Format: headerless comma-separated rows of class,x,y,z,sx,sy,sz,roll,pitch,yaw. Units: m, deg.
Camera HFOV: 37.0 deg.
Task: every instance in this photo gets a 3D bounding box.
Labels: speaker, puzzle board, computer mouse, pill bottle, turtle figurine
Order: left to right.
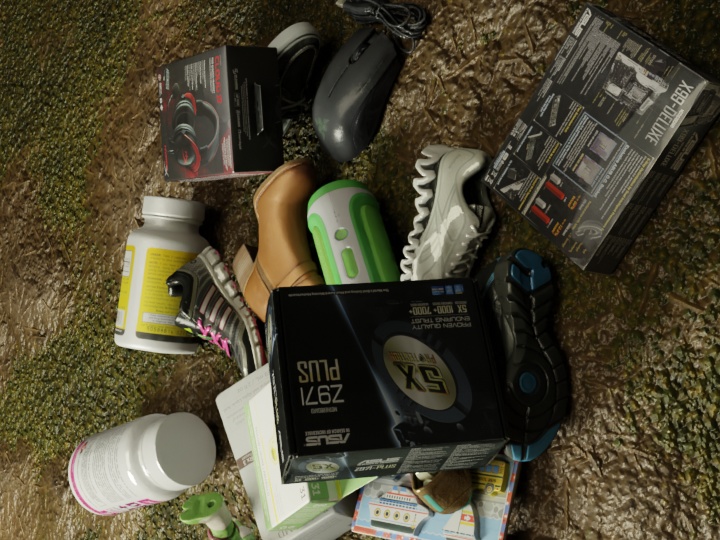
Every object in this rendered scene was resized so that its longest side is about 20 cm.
pill bottle,-0.287,0.253,1.416,0.200,0.113,0.114,-23,68,42
pill bottle,-0.258,0.005,1.423,0.111,0.111,0.200,7,90,46
turtle figurine,-0.165,0.346,1.212,0.200,0.194,0.144,16,56,39
computer mouse,-0.010,-0.225,1.243,0.138,0.053,0.200,31,107,43
speaker,0.000,0.000,1.165,0.088,0.088,0.200,-42,50,34
puzzle board,0.076,0.202,1.089,0.200,0.017,0.151,-3,66,46

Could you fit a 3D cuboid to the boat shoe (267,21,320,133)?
boat shoe,-0.096,-0.212,1.328,0.071,0.072,0.200,56,134,25

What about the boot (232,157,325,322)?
boot,-0.078,-0.016,1.264,0.200,0.077,0.155,-57,48,26

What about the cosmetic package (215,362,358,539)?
cosmetic package,-0.082,0.212,1.222,0.102,0.074,0.200,-34,58,16

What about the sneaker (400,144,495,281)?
sneaker,0.093,-0.031,1.100,0.081,0.075,0.200,4,87,37

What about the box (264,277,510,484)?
box,0.019,0.101,0.995,0.086,0.200,0.164,110,156,-61

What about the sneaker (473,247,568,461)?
sneaker,0.148,0.083,1.035,0.082,0.073,0.200,-24,61,59

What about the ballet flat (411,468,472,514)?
ballet flat,0.065,0.141,1.066,0.068,0.072,0.200,-28,50,34

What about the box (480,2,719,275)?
box,0.220,-0.122,0.992,0.158,0.050,0.200,47,117,39

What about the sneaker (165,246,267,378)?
sneaker,-0.180,0.066,1.330,0.200,0.087,0.074,59,166,26

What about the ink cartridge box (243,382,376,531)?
ink cartridge box,-0.047,0.166,1.097,0.200,0.048,0.146,-44,51,47

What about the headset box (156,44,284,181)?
headset box,-0.166,-0.187,1.302,0.200,0.075,0.149,2,96,53
